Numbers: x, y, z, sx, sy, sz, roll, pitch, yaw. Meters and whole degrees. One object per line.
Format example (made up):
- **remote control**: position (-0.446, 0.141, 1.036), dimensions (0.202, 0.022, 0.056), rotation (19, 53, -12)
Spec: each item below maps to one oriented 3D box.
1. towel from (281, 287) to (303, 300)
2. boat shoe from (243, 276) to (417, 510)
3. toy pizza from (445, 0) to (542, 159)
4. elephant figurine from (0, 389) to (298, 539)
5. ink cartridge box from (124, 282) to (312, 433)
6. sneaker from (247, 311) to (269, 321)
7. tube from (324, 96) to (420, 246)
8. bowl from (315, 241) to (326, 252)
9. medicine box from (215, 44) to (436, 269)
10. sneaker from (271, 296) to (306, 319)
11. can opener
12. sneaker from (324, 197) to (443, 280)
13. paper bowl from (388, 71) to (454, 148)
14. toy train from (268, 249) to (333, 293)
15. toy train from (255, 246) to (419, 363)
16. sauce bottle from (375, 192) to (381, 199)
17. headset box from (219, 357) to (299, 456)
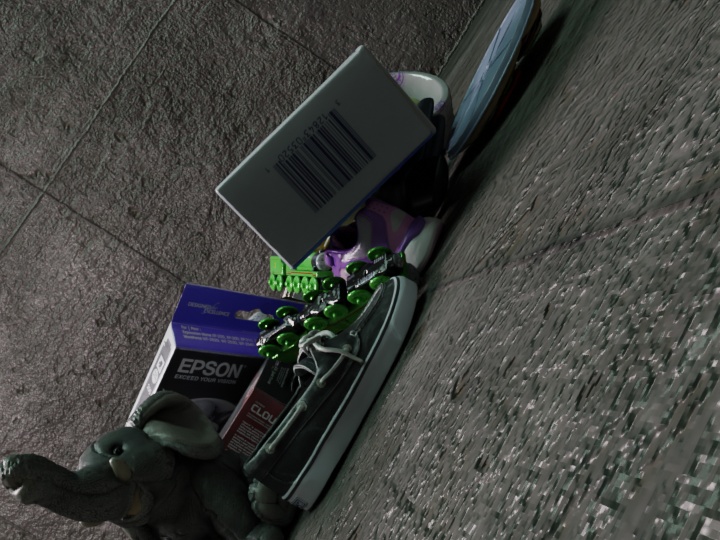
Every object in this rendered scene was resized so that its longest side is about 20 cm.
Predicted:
- **towel**: position (-0.093, 0.046, 1.267), dimensions (0.152, 0.023, 0.202), rotation (-20, -50, -71)
- **boat shoe**: position (-0.022, 0.077, 0.606), dimensions (0.201, 0.068, 0.074), rotation (-60, 5, -21)
- **toy pizza**: position (0.150, -0.210, 0.865), dimensions (0.200, 0.031, 0.202), rotation (-155, 89, -86)
- **elephant figurine**: position (-0.154, 0.164, 0.614), dimensions (0.142, 0.199, 0.155), rotation (-60, 5, -31)
- **ink cartridge box**: position (-0.142, 0.120, 0.885), dimensions (0.043, 0.197, 0.202), rotation (45, 115, 44)
- **sneaker**: position (-0.142, 0.160, 1.032), dimensions (0.202, 0.114, 0.075), rotation (-61, 4, 7)
- **tube**: position (0.017, -0.118, 0.923), dimensions (0.201, 0.051, 0.058), rotation (-57, -40, -21)
- **bowl**: position (-0.017, -0.076, 1.204), dimensions (0.106, 0.202, 0.201), rotation (-9, 25, 18)
- **medicine box**: position (-0.037, -0.112, 0.779), dimensions (0.182, 0.103, 0.200), rotation (-44, 10, 4)
- **sneaker**: position (-0.082, 0.071, 1.049), dimensions (0.200, 0.076, 0.085), rotation (-127, 31, -69)
- **can opener**: position (0.069, -0.116, 0.869), dimensions (0.078, 0.064, 0.201), rotation (-10, 40, 22)
- **sneaker**: position (0.000, 0.000, 0.775), dimensions (0.201, 0.088, 0.081), rotation (-55, 6, 45)
- **paper bowl**: position (0.044, -0.210, 1.189), dimensions (0.202, 0.198, 0.105), rotation (-62, -33, -43)
- **toy train**: position (-0.079, 0.001, 1.070), dimensions (0.199, 0.041, 0.057), rotation (-179, 87, -65)
- **toy train**: position (-0.024, 0.037, 0.730), dimensions (0.199, 0.056, 0.042), rotation (-32, 50, 37)
- **sauce bottle**: position (0.018, -0.034, 0.961), dimensions (0.065, 0.064, 0.200), rotation (-60, 5, -34)
- **headset box**: position (-0.109, 0.182, 0.804), dimensions (0.201, 0.077, 0.149), rotation (-59, 4, 7)
